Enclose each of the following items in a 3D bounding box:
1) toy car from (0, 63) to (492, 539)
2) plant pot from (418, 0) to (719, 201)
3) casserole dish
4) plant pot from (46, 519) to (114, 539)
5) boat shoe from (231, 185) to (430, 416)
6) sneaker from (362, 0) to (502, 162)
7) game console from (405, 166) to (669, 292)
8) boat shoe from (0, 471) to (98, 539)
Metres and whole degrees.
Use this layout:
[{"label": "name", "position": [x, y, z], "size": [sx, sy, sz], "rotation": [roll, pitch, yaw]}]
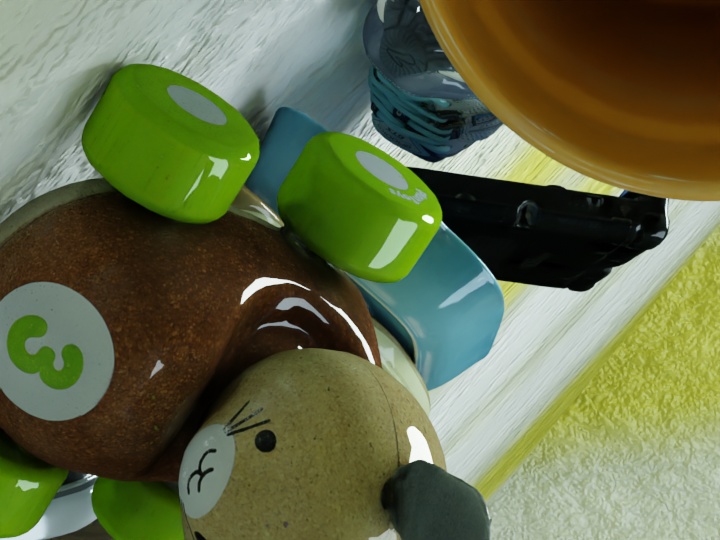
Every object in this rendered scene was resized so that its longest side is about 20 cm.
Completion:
[{"label": "toy car", "position": [-0.035, 0.062, 0.739], "size": [0.158, 0.200, 0.164], "rotation": [17, 115, -38]}, {"label": "plant pot", "position": [0.119, -0.142, 0.807], "size": [0.200, 0.200, 0.183], "rotation": [-51, -175, 15]}, {"label": "casserole dish", "position": [0.000, 0.000, 0.955], "size": [0.039, 0.121, 0.200], "rotation": [-49, 172, -11]}, {"label": "plant pot", "position": [-0.093, 0.121, 0.979], "size": [0.201, 0.200, 0.093], "rotation": [60, 35, -79]}, {"label": "boat shoe", "position": [-0.036, 0.026, 0.899], "size": [0.063, 0.073, 0.201], "rotation": [-52, 146, -8]}, {"label": "sneaker", "position": [0.040, -0.079, 0.972], "size": [0.086, 0.078, 0.200], "rotation": [-48, 170, 17]}, {"label": "game console", "position": [0.092, -0.059, 1.014], "size": [0.200, 0.176, 0.117], "rotation": [116, -18, -82]}, {"label": "boat shoe", "position": [-0.106, 0.049, 0.902], "size": [0.200, 0.069, 0.057], "rotation": [-30, 130, -58]}]
